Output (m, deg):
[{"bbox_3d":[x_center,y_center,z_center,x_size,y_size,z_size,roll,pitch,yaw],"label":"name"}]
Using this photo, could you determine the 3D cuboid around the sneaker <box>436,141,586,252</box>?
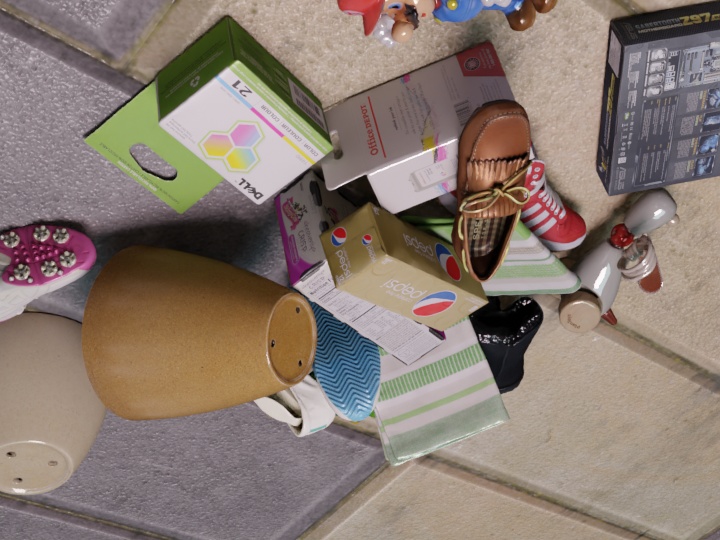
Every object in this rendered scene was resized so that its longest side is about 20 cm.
[{"bbox_3d":[0.191,-0.091,1.240,0.198,0.072,0.113,13,128,-30],"label":"sneaker"}]

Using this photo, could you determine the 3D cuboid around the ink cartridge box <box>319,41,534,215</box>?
[{"bbox_3d":[0.059,-0.133,1.130,0.198,0.117,0.068,-20,137,8],"label":"ink cartridge box"}]

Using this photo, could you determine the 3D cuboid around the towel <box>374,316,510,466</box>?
[{"bbox_3d":[0.068,0.108,1.329,0.151,0.202,0.023,-24,163,10],"label":"towel"}]

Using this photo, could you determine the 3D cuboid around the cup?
[{"bbox_3d":[-0.381,0.169,1.306,0.198,0.144,0.202,-7,136,-6],"label":"cup"}]

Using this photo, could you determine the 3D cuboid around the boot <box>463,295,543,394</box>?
[{"bbox_3d":[0.122,0.106,1.403,0.198,0.077,0.169,-14,147,-10],"label":"boot"}]

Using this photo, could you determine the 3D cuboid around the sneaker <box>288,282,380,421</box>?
[{"bbox_3d":[-0.025,0.091,1.277,0.076,0.201,0.081,-15,139,-9],"label":"sneaker"}]

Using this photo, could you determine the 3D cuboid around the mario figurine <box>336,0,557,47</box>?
[{"bbox_3d":[0.075,-0.237,1.038,0.198,0.107,0.124,-2,137,-15],"label":"mario figurine"}]

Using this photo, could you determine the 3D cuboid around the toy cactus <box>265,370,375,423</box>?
[{"bbox_3d":[-0.067,0.136,1.408,0.199,0.103,0.164,20,146,-33],"label":"toy cactus"}]

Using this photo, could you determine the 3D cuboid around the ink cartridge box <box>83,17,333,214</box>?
[{"bbox_3d":[-0.149,-0.124,1.114,0.199,0.076,0.148,-35,133,19],"label":"ink cartridge box"}]

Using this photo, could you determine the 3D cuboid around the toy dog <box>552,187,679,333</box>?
[{"bbox_3d":[0.307,0.001,1.332,0.096,0.133,0.200,28,142,-21],"label":"toy dog"}]

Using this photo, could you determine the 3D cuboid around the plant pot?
[{"bbox_3d":[-0.152,0.066,1.174,0.198,0.188,0.187,0,145,31],"label":"plant pot"}]

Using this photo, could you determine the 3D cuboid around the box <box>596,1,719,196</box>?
[{"bbox_3d":[0.336,-0.179,1.201,0.156,0.051,0.201,-10,136,-3],"label":"box"}]

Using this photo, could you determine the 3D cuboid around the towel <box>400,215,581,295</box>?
[{"bbox_3d":[0.146,-0.020,1.262,0.148,0.031,0.200,-3,157,31],"label":"towel"}]

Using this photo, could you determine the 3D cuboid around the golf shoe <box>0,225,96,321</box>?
[{"bbox_3d":[-0.370,0.009,1.210,0.198,0.076,0.092,-14,152,3],"label":"golf shoe"}]

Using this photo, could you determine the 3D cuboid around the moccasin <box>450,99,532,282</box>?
[{"bbox_3d":[0.122,-0.071,1.066,0.073,0.078,0.203,-1,136,-14],"label":"moccasin"}]

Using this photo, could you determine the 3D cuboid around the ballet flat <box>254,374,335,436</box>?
[{"bbox_3d":[-0.114,0.112,1.287,0.069,0.200,0.070,-46,166,-15],"label":"ballet flat"}]

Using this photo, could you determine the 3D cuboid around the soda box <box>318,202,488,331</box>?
[{"bbox_3d":[0.048,0.000,1.160,0.067,0.065,0.199,-33,149,24],"label":"soda box"}]

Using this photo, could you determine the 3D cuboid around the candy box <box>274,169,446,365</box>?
[{"bbox_3d":[0.000,0.000,1.236,0.061,0.137,0.200,-35,132,21],"label":"candy box"}]
